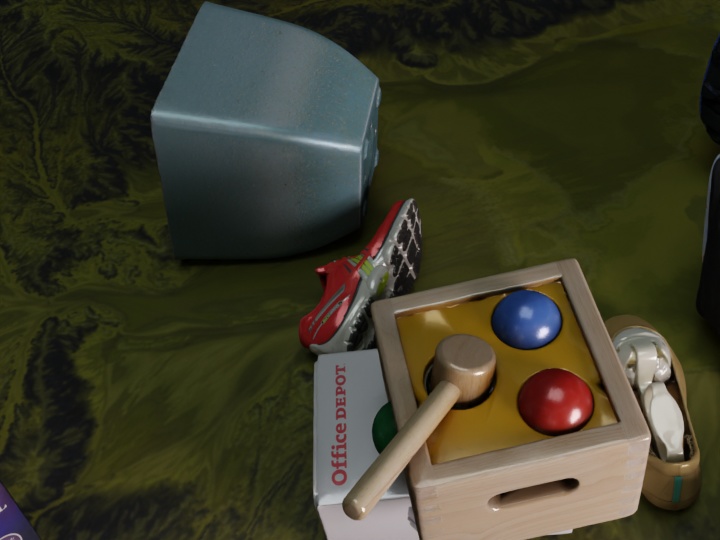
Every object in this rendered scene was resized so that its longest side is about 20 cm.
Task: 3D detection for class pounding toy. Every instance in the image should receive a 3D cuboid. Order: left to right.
[{"bbox_3d":[0.080,0.098,0.688,0.198,0.143,0.185,-12,48,-1],"label":"pounding toy"}]

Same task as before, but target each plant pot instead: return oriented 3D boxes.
[{"bbox_3d":[-0.083,-0.132,1.035,0.197,0.198,0.197,8,48,6],"label":"plant pot"}]

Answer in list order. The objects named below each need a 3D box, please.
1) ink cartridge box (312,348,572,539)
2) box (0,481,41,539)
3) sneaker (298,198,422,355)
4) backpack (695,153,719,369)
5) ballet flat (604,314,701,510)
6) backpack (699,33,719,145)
[{"bbox_3d":[0.065,0.139,0.817,0.197,0.084,0.146,-6,48,5],"label":"ink cartridge box"},{"bbox_3d":[-0.360,0.232,0.772,0.199,0.142,0.079,-38,54,-23],"label":"box"},{"bbox_3d":[0.000,0.000,0.970,0.084,0.077,0.201,10,49,26],"label":"sneaker"},{"bbox_3d":[0.390,-0.024,0.855,0.188,0.202,0.155,-3,33,3],"label":"backpack"},{"bbox_3d":[0.246,0.099,0.836,0.068,0.063,0.201,-8,46,2],"label":"ballet flat"},{"bbox_3d":[0.449,-0.174,0.994,0.199,0.164,0.167,23,26,28],"label":"backpack"}]
